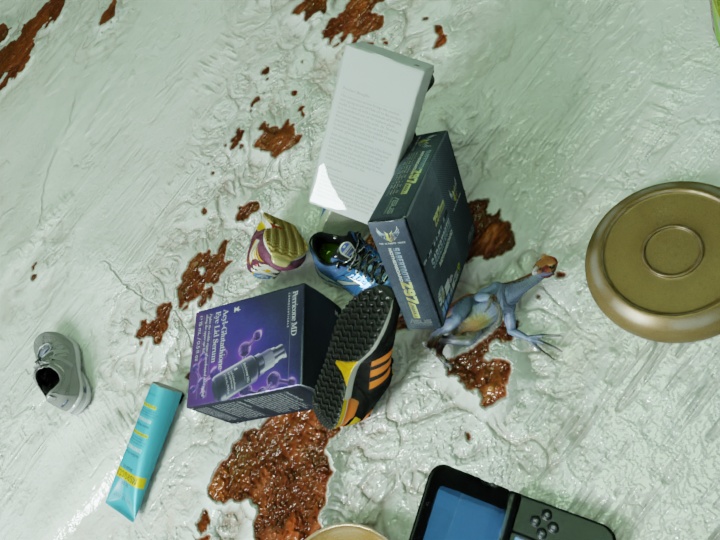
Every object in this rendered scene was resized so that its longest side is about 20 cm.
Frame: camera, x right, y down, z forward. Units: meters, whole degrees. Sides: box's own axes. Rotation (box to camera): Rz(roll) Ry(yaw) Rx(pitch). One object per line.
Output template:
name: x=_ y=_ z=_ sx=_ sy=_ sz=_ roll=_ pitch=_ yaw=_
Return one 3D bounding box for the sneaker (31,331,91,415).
sneaker: x=-0.548 y=0.169 z=1.173 sx=0.075 sy=0.082 sz=0.200 roll=-50 pitch=52 yaw=0

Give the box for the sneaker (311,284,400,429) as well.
sneaker: x=0.011 y=0.107 z=0.824 sx=0.070 sy=0.089 sz=0.202 roll=39 pitch=113 yaw=41

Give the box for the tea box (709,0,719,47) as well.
tea box: x=0.464 y=-0.284 z=0.697 sx=0.133 sy=0.200 sz=0.199 roll=-16 pitch=59 yaw=25

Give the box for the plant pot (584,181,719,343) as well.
plant pot: x=0.355 y=-0.018 z=0.744 sx=0.198 sy=0.027 sz=0.202 roll=-14 pitch=60 yaw=26

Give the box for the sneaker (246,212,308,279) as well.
sneaker: x=-0.129 y=-0.019 z=0.981 sx=0.200 sy=0.074 sz=0.091 roll=-116 pitch=48 yaw=-70

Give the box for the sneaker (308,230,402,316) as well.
sneaker: x=0.000 y=0.000 z=0.906 sx=0.199 sy=0.089 sz=0.079 roll=22 pitch=68 yaw=34

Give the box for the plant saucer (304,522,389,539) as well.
plant saucer: x=-0.013 y=0.402 z=0.760 sx=0.198 sy=0.035 sz=0.202 roll=-14 pitch=60 yaw=25

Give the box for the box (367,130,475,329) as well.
box: x=0.083 y=-0.053 z=0.800 sx=0.051 sy=0.159 sz=0.201 roll=-5 pitch=35 yaw=27

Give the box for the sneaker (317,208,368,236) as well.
sneaker: x=-0.009 y=-0.136 z=1.000 sx=0.201 sy=0.076 sz=0.111 roll=-59 pitch=30 yaw=17

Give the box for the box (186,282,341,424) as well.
box: x=-0.133 y=0.121 z=0.927 sx=0.198 sy=0.104 sz=0.149 roll=-17 pitch=59 yaw=25

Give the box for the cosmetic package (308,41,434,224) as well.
cosmetic package: x=0.012 y=-0.169 z=0.819 sx=0.101 sy=0.071 sz=0.202 roll=21 pitch=116 yaw=9

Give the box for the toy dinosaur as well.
toy dinosaur: x=0.149 y=0.035 z=0.798 sx=0.182 sy=0.105 sz=0.200 roll=-48 pitch=50 yaw=-1

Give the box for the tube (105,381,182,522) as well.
tube: x=-0.336 y=0.277 z=1.018 sx=0.077 sy=0.050 sz=0.202 roll=11 pitch=79 yaw=43

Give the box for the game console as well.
game console: x=0.139 y=0.324 z=0.653 sx=0.175 sy=0.116 sz=0.202 roll=10 pitch=73 yaw=35

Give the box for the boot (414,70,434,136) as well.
boot: x=0.079 y=-0.154 z=0.901 sx=0.200 sy=0.174 sz=0.069 roll=-47 pitch=12 yaw=20
